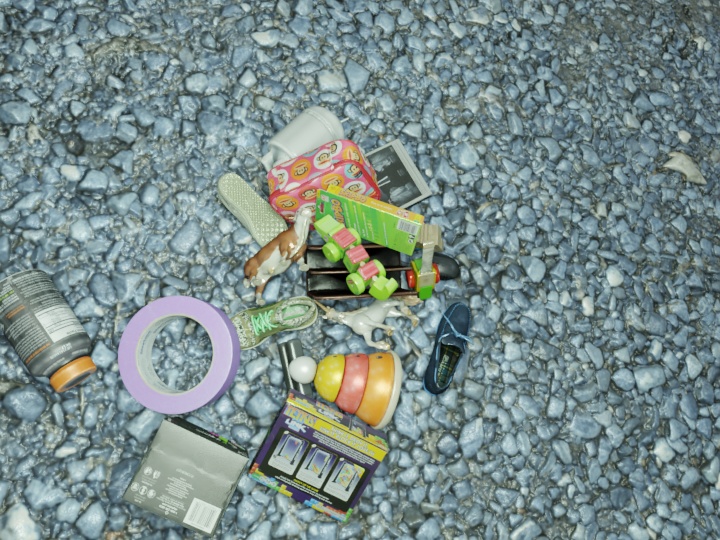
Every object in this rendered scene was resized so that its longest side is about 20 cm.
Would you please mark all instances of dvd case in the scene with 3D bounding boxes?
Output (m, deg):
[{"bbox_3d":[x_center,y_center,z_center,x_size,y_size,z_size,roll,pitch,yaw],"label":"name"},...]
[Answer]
[{"bbox_3d":[0.038,-0.185,1.173,0.199,0.025,0.151,-29,83,-19],"label":"dvd case"}]

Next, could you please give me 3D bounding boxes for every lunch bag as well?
[{"bbox_3d":[-0.066,-0.156,1.053,0.199,0.176,0.083,-20,61,17],"label":"lunch bag"}]

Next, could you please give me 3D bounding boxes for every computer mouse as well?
[{"bbox_3d":[0.119,-0.018,1.144,0.198,0.034,0.059,8,75,-11],"label":"computer mouse"}]

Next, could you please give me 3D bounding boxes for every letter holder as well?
[{"bbox_3d":[0.000,0.000,1.038,0.198,0.142,0.102,-2,94,-12],"label":"letter holder"}]

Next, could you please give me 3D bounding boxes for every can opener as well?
[{"bbox_3d":[-0.102,0.230,1.027,0.067,0.053,0.202,-2,73,-47],"label":"can opener"}]

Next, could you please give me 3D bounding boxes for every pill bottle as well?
[{"bbox_3d":[-0.535,0.106,0.916,0.106,0.106,0.201,-34,86,-19],"label":"pill bottle"}]

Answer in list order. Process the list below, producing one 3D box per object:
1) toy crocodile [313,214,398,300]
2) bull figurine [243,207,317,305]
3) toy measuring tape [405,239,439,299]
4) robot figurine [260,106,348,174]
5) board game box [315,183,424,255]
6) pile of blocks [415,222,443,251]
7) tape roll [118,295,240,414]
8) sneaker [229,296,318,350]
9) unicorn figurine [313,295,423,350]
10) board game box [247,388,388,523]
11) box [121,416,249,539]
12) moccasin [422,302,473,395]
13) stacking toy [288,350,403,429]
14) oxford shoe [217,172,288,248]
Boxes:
[{"bbox_3d":[-0.011,-0.025,0.968,0.067,0.062,0.200,-30,71,-23],"label":"toy crocodile"},{"bbox_3d":[-0.149,-0.029,1.011,0.065,0.200,0.122,35,26,-29],"label":"bull figurine"},{"bbox_3d":[0.123,-0.014,1.068,0.073,0.201,0.074,-2,54,3],"label":"toy measuring tape"},{"bbox_3d":[-0.111,-0.258,1.109,0.169,0.113,0.200,32,68,33],"label":"robot figurine"},{"bbox_3d":[0.013,-0.095,0.997,0.198,0.096,0.030,18,56,4],"label":"board game box"},{"bbox_3d":[0.088,-0.087,1.132,0.199,0.082,0.063,13,72,-26],"label":"pile of blocks"},{"bbox_3d":[-0.318,0.148,0.955,0.198,0.066,0.202,0,81,0],"label":"tape roll"},{"bbox_3d":[-0.170,0.090,1.017,0.199,0.089,0.077,-21,81,-17],"label":"sneaker"},{"bbox_3d":[0.023,0.092,1.060,0.199,0.137,0.074,-17,123,-44],"label":"unicorn figurine"},{"bbox_3d":[-0.076,0.329,0.958,0.199,0.057,0.166,28,100,-5],"label":"board game box"},{"bbox_3d":[-0.272,0.324,0.872,0.148,0.200,0.125,27,72,-6],"label":"box"},{"bbox_3d":[0.190,0.159,1.096,0.080,0.068,0.201,20,72,-8],"label":"moccasin"},{"bbox_3d":[-0.034,0.199,0.986,0.198,0.146,0.147,16,72,-13],"label":"stacking toy"},{"bbox_3d":[-0.212,-0.108,1.080,0.200,0.058,0.075,49,63,-13],"label":"oxford shoe"}]
